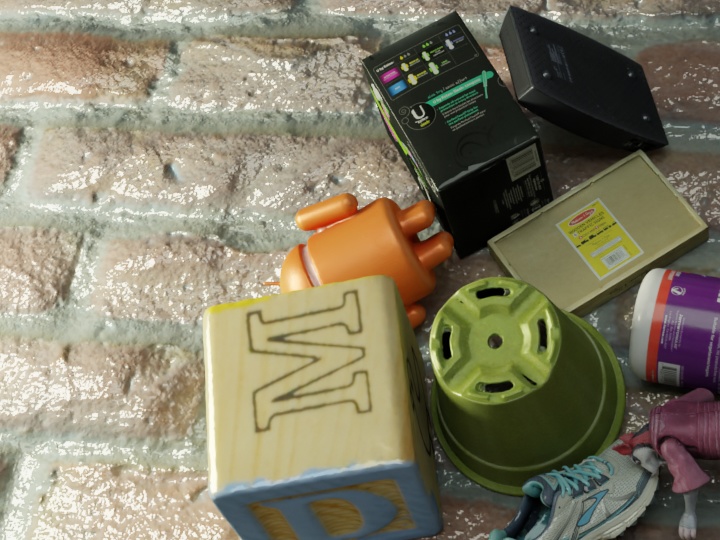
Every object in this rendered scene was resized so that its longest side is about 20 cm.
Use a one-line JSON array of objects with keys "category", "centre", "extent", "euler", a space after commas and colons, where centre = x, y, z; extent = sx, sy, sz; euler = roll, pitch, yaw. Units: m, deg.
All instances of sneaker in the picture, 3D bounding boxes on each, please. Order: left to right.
[{"category": "sneaker", "centre": [0.201, 0.217, 1.354], "extent": [0.200, 0.086, 0.078], "euler": [-44, 24, -17]}]

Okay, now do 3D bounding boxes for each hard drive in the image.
[{"category": "hard drive", "centre": [0.237, -0.200, 1.559], "extent": [0.042, 0.199, 0.135], "euler": [-43, 43, 38]}]

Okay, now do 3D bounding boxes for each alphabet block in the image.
[{"category": "alphabet block", "centre": [-0.036, 0.147, 1.409], "extent": [0.195, 0.196, 0.201], "euler": [-9, 60, 6]}]

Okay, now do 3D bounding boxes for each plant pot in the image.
[{"category": "plant pot", "centre": [0.144, 0.096, 1.379], "extent": [0.199, 0.190, 0.201], "euler": [-5, 68, 14]}]

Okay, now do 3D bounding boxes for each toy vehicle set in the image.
[{"category": "toy vehicle set", "centre": [0.251, -0.032, 1.538], "extent": [0.199, 0.027, 0.124], "euler": [-31, 58, -5]}]

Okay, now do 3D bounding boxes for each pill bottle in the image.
[{"category": "pill bottle", "centre": [0.367, 0.066, 1.403], "extent": [0.199, 0.113, 0.113], "euler": [9, 63, 18]}]

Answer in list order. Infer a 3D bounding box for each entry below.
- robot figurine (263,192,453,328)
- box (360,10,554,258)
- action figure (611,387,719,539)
[{"category": "robot figurine", "centre": [-0.001, -0.002, 1.520], "extent": [0.199, 0.144, 0.117], "euler": [-30, 46, 11]}, {"category": "box", "centre": [0.106, -0.148, 1.569], "extent": [0.124, 0.149, 0.201], "euler": [-28, 58, -2]}, {"category": "action figure", "centre": [0.325, 0.148, 1.309], "extent": [0.199, 0.149, 0.134], "euler": [-7, 44, 16]}]
